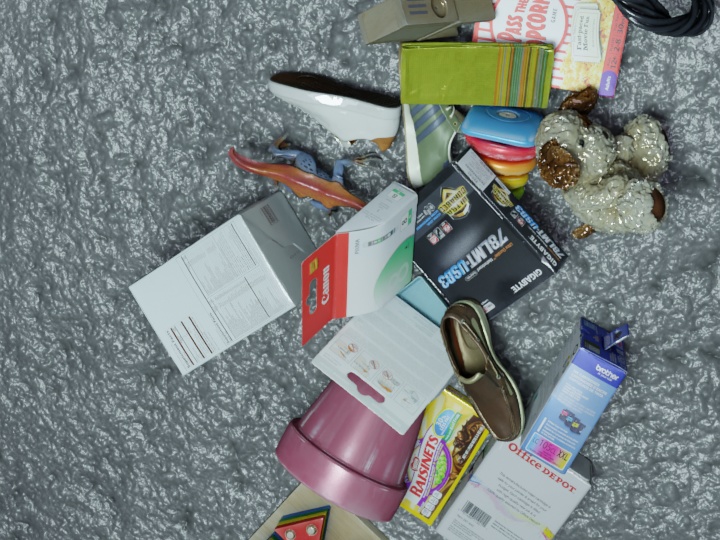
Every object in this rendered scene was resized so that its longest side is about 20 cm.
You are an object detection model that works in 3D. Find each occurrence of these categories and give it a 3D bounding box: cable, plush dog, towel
[{"bbox_3d":[0.355,-0.364,1.299,0.200,0.163,0.051,45,142,-1],"label":"cable"},{"bbox_3d":[0.288,-0.133,1.342,0.172,0.201,0.160,43,132,-18],"label":"plush dog"},{"bbox_3d":[0.150,-0.252,1.373,0.196,0.018,0.087,2,122,4],"label":"towel"}]

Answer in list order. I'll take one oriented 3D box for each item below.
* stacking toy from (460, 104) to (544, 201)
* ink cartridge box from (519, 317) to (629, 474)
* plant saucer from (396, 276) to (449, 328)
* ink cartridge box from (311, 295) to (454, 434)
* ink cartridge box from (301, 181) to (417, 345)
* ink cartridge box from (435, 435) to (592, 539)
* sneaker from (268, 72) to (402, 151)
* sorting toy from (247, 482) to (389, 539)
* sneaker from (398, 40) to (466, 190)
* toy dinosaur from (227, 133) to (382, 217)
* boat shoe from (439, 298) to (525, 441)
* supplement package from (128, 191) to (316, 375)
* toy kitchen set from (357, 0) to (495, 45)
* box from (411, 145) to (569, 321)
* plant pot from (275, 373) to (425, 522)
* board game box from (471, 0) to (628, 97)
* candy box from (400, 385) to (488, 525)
[{"bbox_3d":[0.184,-0.116,1.435,0.108,0.116,0.203,13,117,13],"label":"stacking toy"},{"bbox_3d":[0.298,0.155,1.444,0.075,0.137,0.202,27,108,4],"label":"ink cartridge box"},{"bbox_3d":[0.131,0.097,1.523,0.201,0.019,0.070,50,133,-3],"label":"plant saucer"},{"bbox_3d":[0.040,0.130,1.458,0.159,0.200,0.048,37,135,10],"label":"ink cartridge box"},{"bbox_3d":[0.000,0.000,1.408,0.050,0.200,0.163,27,140,24],"label":"ink cartridge box"},{"bbox_3d":[0.223,0.327,1.532,0.144,0.084,0.202,33,109,4],"label":"ink cartridge box"},{"bbox_3d":[-0.042,-0.215,1.471,0.197,0.073,0.086,20,123,16],"label":"sneaker"},{"bbox_3d":[-0.069,0.454,1.642,0.200,0.070,0.199,42,109,1],"label":"sorting toy"},{"bbox_3d":[0.104,-0.213,1.442,0.088,0.067,0.204,-2,107,12],"label":"sneaker"},{"bbox_3d":[-0.061,-0.103,1.469,0.181,0.198,0.106,39,130,34],"label":"toy dinosaur"},{"bbox_3d":[0.157,0.144,1.437,0.074,0.075,0.205,-25,88,32],"label":"boat shoe"},{"bbox_3d":[-0.180,0.013,1.497,0.198,0.191,0.148,-31,94,18],"label":"supplement package"},{"bbox_3d":[0.094,-0.404,1.298,0.162,0.179,0.204,-13,92,48],"label":"toy kitchen set"},{"bbox_3d":[0.150,-0.038,1.431,0.199,0.050,0.200,49,142,-1],"label":"box"},{"bbox_3d":[0.002,0.229,1.517,0.198,0.200,0.181,29,92,5],"label":"plant pot"},{"bbox_3d":[0.249,-0.320,1.388,0.196,0.046,0.154,11,106,11],"label":"board game box"},{"bbox_3d":[0.112,0.274,1.577,0.101,0.026,0.202,31,108,8],"label":"candy box"}]
